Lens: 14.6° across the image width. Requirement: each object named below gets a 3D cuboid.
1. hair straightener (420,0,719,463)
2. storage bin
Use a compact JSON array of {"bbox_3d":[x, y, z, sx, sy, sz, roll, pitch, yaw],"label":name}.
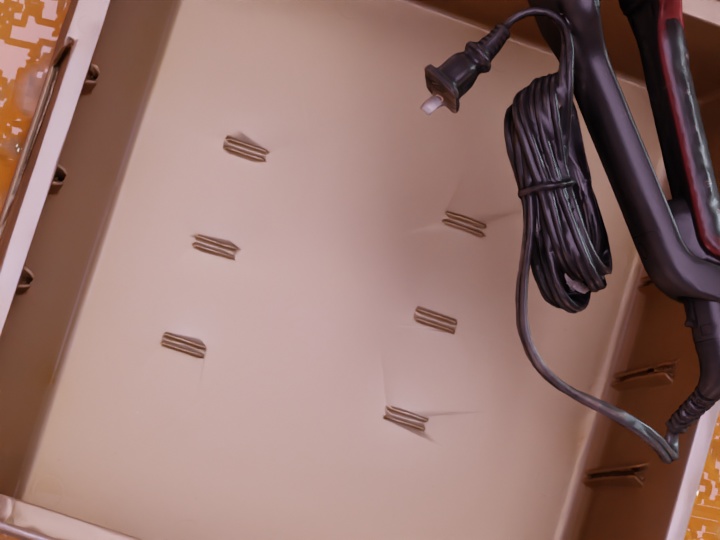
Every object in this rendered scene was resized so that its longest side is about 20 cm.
[{"bbox_3d":[0.051,-0.045,0.741,0.077,0.041,0.201,-13,91,-12],"label":"hair straightener"},{"bbox_3d":[0.000,0.000,0.788,0.198,0.094,0.201,19,82,-9],"label":"storage bin"}]
